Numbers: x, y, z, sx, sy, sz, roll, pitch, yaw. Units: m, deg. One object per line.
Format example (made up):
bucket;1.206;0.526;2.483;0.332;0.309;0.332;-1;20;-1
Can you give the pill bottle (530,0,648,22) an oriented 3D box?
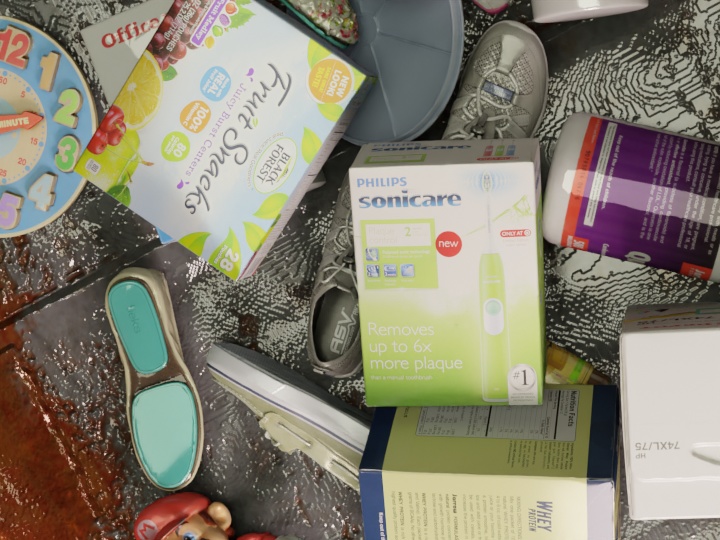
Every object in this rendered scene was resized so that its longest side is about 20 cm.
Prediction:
pill bottle;0.176;-0.308;1.384;0.114;0.114;0.201;-6;94;11

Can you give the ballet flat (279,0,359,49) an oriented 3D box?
ballet flat;-0.067;-0.262;1.429;0.200;0.076;0.064;40;106;26

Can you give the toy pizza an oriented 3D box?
toy pizza;0.015;-0.203;1.433;0.200;0.032;0.201;10;106;42

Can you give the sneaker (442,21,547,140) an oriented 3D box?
sneaker;0.105;-0.107;1.420;0.074;0.082;0.201;17;102;7

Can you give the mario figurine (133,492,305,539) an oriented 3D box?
mario figurine;-0.115;0.275;1.491;0.200;0.106;0.124;36;66;-2

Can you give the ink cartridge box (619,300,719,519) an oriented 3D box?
ink cartridge box;0.284;0.105;1.356;0.146;0.200;0.147;-3;94;10

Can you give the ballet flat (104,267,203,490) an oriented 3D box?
ballet flat;-0.178;0.092;1.512;0.069;0.069;0.201;-8;99;11

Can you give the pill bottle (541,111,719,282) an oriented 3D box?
pill bottle;0.253;-0.056;1.393;0.199;0.112;0.113;14;97;9

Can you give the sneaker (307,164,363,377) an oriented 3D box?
sneaker;0.000;0.000;1.460;0.074;0.082;0.201;11;97;9

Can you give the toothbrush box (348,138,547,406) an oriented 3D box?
toothbrush box;0.073;0.002;1.361;0.145;0.086;0.201;-1;106;9

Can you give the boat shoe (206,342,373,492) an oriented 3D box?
boat shoe;-0.053;0.131;1.487;0.199;0.072;0.062;30;97;4

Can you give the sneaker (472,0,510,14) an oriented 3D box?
sneaker;0.087;-0.312;1.417;0.088;0.081;0.201;-23;91;13

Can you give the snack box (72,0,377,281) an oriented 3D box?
snack box;-0.109;-0.120;1.392;0.168;0.068;0.200;35;101;5

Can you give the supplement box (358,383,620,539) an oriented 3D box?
supplement box;0.112;0.209;1.399;0.199;0.134;0.201;0;119;11

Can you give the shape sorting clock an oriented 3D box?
shape sorting clock;-0.332;-0.129;1.533;0.199;0.039;0.201;1;95;11

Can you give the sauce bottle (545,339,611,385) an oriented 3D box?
sauce bottle;0.116;0.070;1.454;0.199;0.065;0.065;29;99;5

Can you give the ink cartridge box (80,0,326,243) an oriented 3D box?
ink cartridge box;-0.135;-0.142;1.472;0.144;0.085;0.201;-21;90;11
